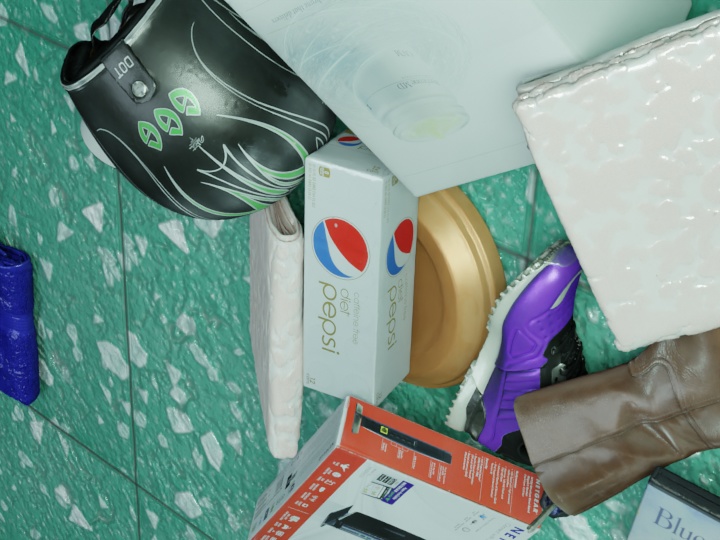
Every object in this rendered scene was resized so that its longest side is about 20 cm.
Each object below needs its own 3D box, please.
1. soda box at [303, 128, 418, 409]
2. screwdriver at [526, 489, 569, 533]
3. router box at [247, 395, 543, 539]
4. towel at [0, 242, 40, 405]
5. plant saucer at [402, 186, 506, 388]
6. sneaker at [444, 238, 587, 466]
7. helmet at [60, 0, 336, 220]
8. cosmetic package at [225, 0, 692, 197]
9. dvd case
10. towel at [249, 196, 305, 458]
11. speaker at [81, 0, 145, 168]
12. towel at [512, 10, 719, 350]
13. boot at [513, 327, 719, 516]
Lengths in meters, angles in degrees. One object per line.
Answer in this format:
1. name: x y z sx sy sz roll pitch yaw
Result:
1. soda box: 0.000 0.000 1.035 0.067 0.064 0.202 17 123 24
2. screwdriver: 0.138 0.172 0.966 0.029 0.200 0.028 20 93 10
3. router box: 0.025 0.198 1.112 0.178 0.049 0.200 23 140 -12
4. towel: -0.438 0.049 1.602 0.147 0.049 0.202 28 129 36
5. plant saucer: 0.030 0.005 1.091 0.199 0.037 0.202 23 125 37
6. sneaker: 0.139 0.069 0.993 0.099 0.069 0.201 36 136 18
7. helmet: -0.109 -0.133 1.019 0.190 0.201 0.199 41 147 -25
8. cosmetic package: 0.059 -0.168 0.843 0.200 0.124 0.198 42 147 -26
9. dvd case: 0.246 0.231 0.946 0.142 0.018 0.201 27 140 20
10. towel: -0.070 0.022 1.134 0.192 0.032 0.202 -108 17 -61
11. speaker: -0.176 -0.178 1.170 0.081 0.081 0.200 51 139 13
12. towel: 0.208 -0.054 0.759 0.198 0.032 0.192 -18 121 22
13. boot: 0.170 0.061 0.915 0.199 0.064 0.188 -26 93 35
